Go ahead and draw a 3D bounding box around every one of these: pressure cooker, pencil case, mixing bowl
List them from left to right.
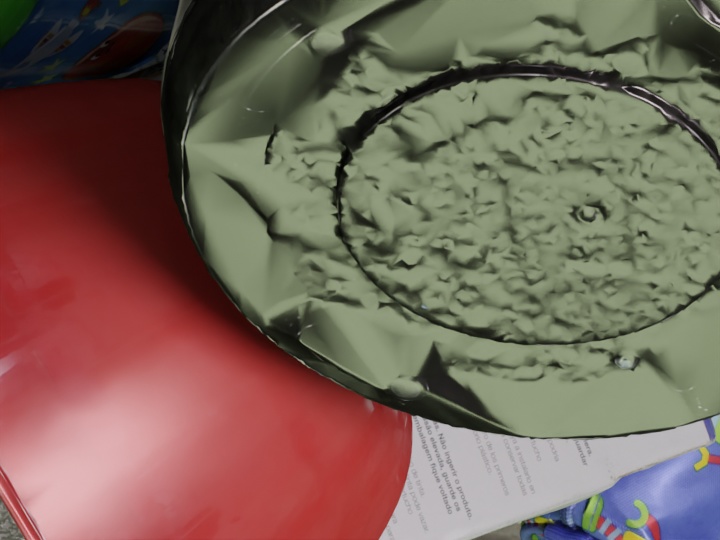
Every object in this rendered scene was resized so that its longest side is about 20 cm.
[{"bbox_3d":[-0.055,0.023,0.695,0.108,0.201,0.200,-32,173,-8],"label":"mixing bowl"},{"bbox_3d":[0.046,-0.083,0.618,0.175,0.201,0.179,22,138,-13],"label":"pressure cooker"},{"bbox_3d":[0.126,0.030,0.946,0.087,0.201,0.078,34,163,-37],"label":"pencil case"}]

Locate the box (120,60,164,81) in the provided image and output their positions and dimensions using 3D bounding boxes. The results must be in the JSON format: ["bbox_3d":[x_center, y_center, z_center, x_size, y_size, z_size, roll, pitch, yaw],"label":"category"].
[{"bbox_3d":[0.027,-0.033,0.780,0.199,0.120,0.041,-21,-170,9],"label":"box"}]

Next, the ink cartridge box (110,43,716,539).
[{"bbox_3d":[0.000,0.000,0.874,0.199,0.197,0.043,-16,173,-27],"label":"ink cartridge box"}]

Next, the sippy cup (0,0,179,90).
[{"bbox_3d":[-0.111,-0.109,0.758,0.178,0.140,0.130,48,-162,21],"label":"sippy cup"}]
